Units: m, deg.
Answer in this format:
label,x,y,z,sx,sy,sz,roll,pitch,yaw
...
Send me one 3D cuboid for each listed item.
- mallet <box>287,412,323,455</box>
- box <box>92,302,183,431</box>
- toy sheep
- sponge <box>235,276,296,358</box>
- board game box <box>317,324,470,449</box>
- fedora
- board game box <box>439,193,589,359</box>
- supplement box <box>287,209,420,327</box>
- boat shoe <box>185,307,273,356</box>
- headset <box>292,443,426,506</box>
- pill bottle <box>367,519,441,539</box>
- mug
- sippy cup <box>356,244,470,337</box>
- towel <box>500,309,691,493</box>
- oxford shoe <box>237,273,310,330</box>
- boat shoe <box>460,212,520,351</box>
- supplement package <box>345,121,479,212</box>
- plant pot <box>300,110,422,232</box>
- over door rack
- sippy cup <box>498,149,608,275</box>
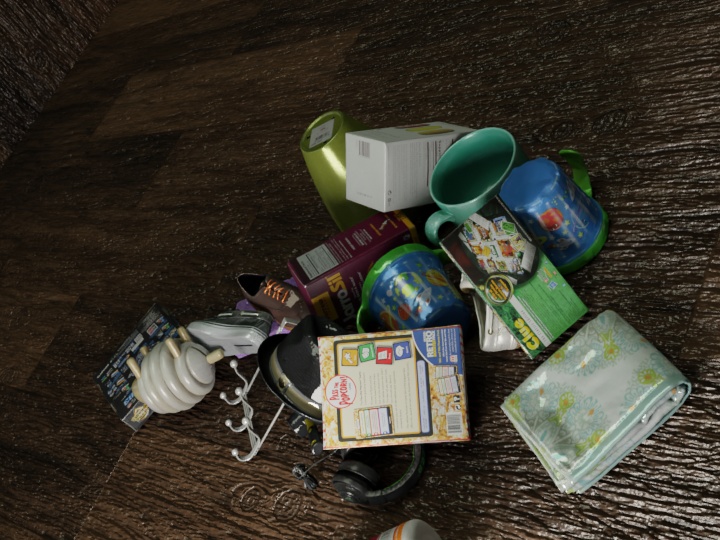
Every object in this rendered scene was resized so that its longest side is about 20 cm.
label,x,y,z,sx,sy,sz,roll,pitch,yaw
mallet,-0.078,0.239,1.386,0.066,0.041,0.200,-44,9,6
box,-0.409,0.181,1.816,0.201,0.050,0.198,-51,38,-8
toy sheep,-0.324,0.180,1.664,0.198,0.138,0.139,-25,41,25
sponge,-0.142,0.072,1.676,0.198,0.030,0.113,-24,43,25
board game box,0.045,0.159,1.280,0.196,0.046,0.154,-5,80,9
fedora,-0.055,0.134,1.395,0.092,0.198,0.202,-61,30,26
board game box,0.206,0.008,1.272,0.104,0.201,0.023,-38,0,-4
supplement box,0.000,0.000,1.494,0.198,0.111,0.086,-29,35,-9
boat shoe,-0.223,0.103,1.652,0.198,0.072,0.071,2,50,40
headset,-0.001,0.276,1.332,0.197,0.094,0.125,-10,48,17
pill bottle,0.010,0.394,1.156,0.198,0.113,0.114,-30,39,20
mug,0.186,-0.118,1.467,0.183,0.114,0.153,-30,40,21
sippy cup,0.090,0.052,1.385,0.130,0.138,0.179,47,115,43
towel,0.284,0.157,1.169,0.200,0.048,0.172,-42,37,4
oxford shoe,-0.137,0.050,1.604,0.198,0.073,0.072,13,67,41
boat shoe,0.172,0.013,1.315,0.068,0.071,0.203,-9,76,-12
supplement package,0.086,-0.172,1.533,0.198,0.111,0.113,-13,22,-34
plant pot,-0.009,-0.175,1.638,0.185,0.200,0.189,-25,41,24
over door rack,-0.159,0.184,1.522,0.201,0.066,0.149,-50,35,20
sippy cup,0.266,-0.084,1.345,0.138,0.130,0.180,-26,40,23
